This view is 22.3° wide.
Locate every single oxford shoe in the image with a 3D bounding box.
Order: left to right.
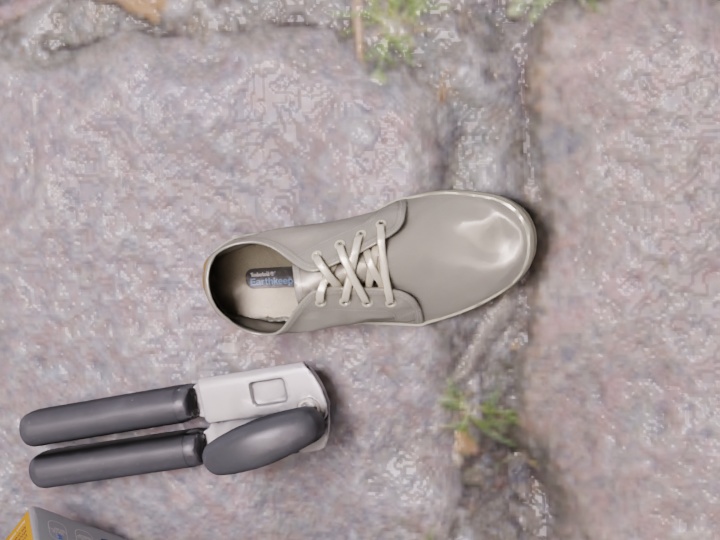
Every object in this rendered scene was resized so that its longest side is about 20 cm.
[{"bbox_3d":[0.000,0.000,1.025,0.200,0.058,0.075,-8,95,16],"label":"oxford shoe"}]

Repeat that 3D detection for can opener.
[{"bbox_3d":[-0.113,0.095,1.069,0.200,0.067,0.053,-10,96,18],"label":"can opener"}]

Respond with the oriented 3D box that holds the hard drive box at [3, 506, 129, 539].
[{"bbox_3d":[-0.186,0.263,1.050,0.077,0.200,0.156,26,111,-32],"label":"hard drive box"}]
